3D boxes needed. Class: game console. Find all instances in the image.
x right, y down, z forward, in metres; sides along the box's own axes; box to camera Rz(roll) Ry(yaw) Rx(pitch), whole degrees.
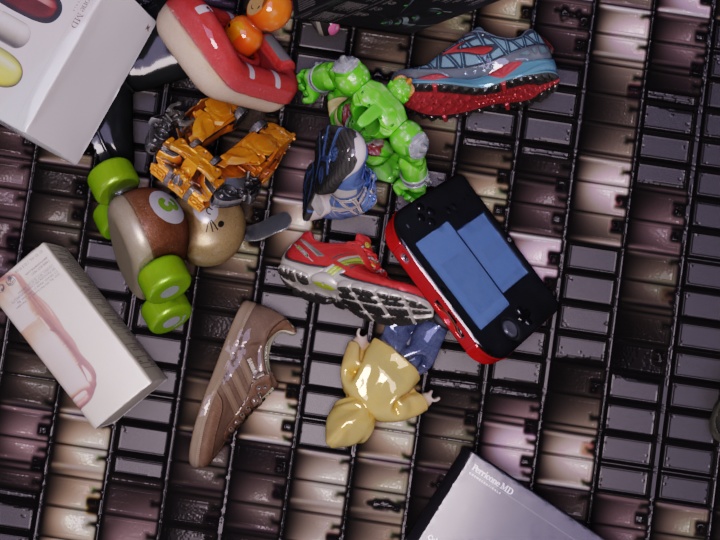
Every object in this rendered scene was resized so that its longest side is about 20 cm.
[{"bbox_3d":[0.128,-0.004,1.474,0.201,0.031,0.177,54,44,3],"label":"game console"}]

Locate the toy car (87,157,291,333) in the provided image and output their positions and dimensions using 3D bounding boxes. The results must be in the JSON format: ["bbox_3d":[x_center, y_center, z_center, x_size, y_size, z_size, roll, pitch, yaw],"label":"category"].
[{"bbox_3d":[-0.184,-0.055,1.479,0.199,0.158,0.165,-24,69,-18],"label":"toy car"}]

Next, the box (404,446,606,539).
[{"bbox_3d":[0.155,0.330,1.466,0.199,0.104,0.183,34,87,2],"label":"box"}]

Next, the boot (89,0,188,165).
[{"bbox_3d":[-0.255,-0.219,1.523,0.161,0.073,0.200,-22,86,-5],"label":"boot"}]

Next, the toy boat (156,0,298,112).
[{"bbox_3d":[-0.128,-0.264,1.446,0.131,0.200,0.131,-45,69,20],"label":"toy boat"}]

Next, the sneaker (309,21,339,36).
[{"bbox_3d":[-0.103,-0.344,1.530,0.087,0.074,0.201,-36,82,-3],"label":"sneaker"}]

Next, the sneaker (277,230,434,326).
[{"bbox_3d":[0.000,0.000,1.480,0.199,0.077,0.085,18,65,24],"label":"sneaker"}]

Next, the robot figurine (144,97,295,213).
[{"bbox_3d":[-0.158,-0.133,1.458,0.145,0.200,0.058,39,127,3],"label":"robot figurine"}]

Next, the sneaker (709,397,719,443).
[{"bbox_3d":[0.466,0.108,1.480,0.076,0.114,0.201,26,84,0],"label":"sneaker"}]

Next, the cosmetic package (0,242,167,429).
[{"bbox_3d":[-0.320,0.074,1.484,0.087,0.103,0.200,-39,85,-1],"label":"cosmetic package"}]

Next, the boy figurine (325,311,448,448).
[{"bbox_3d":[0.032,0.126,1.500,0.124,0.064,0.201,33,88,5],"label":"boy figurine"}]

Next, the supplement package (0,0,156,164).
[{"bbox_3d":[-0.370,-0.257,1.425,0.199,0.147,0.192,28,87,12],"label":"supplement package"}]

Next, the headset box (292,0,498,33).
[{"bbox_3d":[0.050,-0.335,1.446,0.199,0.173,0.094,-2,84,-40],"label":"headset box"}]

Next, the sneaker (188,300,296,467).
[{"bbox_3d":[-0.136,0.138,1.496,0.075,0.070,0.202,20,87,0],"label":"sneaker"}]

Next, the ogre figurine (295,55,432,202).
[{"bbox_3d":[0.013,-0.169,1.487,0.097,0.120,0.201,-23,83,-21],"label":"ogre figurine"}]

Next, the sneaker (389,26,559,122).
[{"bbox_3d":[0.129,-0.236,1.533,0.198,0.079,0.096,-6,63,1],"label":"sneaker"}]

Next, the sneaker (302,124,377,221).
[{"bbox_3d":[-0.015,-0.108,1.456,0.076,0.200,0.076,4,76,-11],"label":"sneaker"}]
